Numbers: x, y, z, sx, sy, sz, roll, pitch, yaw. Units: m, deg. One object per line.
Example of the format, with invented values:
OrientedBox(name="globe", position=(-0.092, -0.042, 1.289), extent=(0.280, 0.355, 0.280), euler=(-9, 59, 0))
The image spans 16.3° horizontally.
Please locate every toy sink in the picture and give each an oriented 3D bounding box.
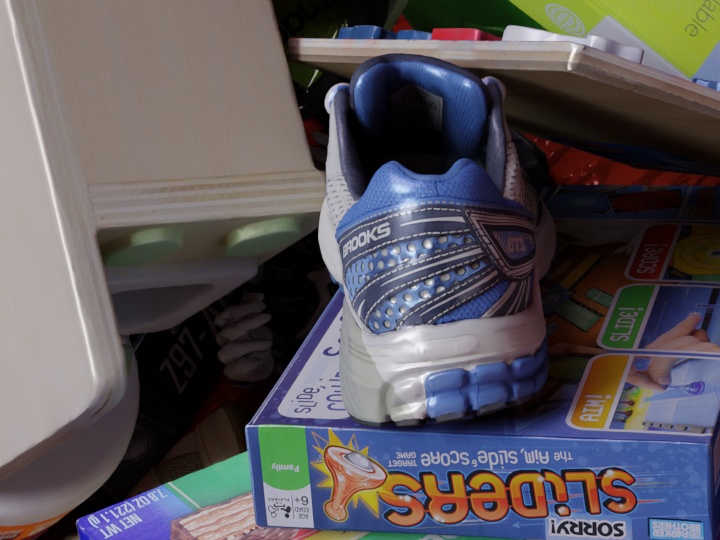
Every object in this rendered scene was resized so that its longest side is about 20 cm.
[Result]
OrientedBox(name="toy sink", position=(-0.093, -0.038, 0.873), extent=(0.130, 0.112, 0.201), euler=(-32, 68, 51))

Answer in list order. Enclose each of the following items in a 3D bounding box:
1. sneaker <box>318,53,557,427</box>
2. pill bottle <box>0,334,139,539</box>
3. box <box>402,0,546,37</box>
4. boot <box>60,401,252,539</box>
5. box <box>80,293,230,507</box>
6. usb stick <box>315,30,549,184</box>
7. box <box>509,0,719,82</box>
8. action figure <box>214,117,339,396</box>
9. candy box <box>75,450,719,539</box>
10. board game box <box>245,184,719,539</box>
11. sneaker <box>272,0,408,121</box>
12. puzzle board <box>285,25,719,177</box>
OrientedBox(name="sneaker", position=(0.023, -0.029, 0.761), extent=(0.077, 0.086, 0.200), euler=(-7, 20, -2))
OrientedBox(name="pill bottle", position=(-0.176, 0.071, 0.983), extent=(0.200, 0.114, 0.114), euler=(-38, 22, 53))
OrientedBox(name="box", position=(0.125, -0.162, 1.045), extent=(0.200, 0.097, 0.177), euler=(14, 60, 51))
OrientedBox(name="boot", position=(-0.083, 0.147, 0.905), extent=(0.155, 0.073, 0.200), euler=(-33, 32, 9))
OrientedBox(name="box", position=(-0.140, 0.026, 1.131), extent=(0.199, 0.044, 0.161), euler=(1, 50, 45))
OrientedBox(name="usb stick", position=(0.020, -0.066, 1.094), extent=(0.055, 0.033, 0.200), euler=(-35, 33, -6))
OrientedBox(name="box", position=(0.145, -0.104, 0.903), extent=(0.122, 0.200, 0.048), euler=(-54, 5, -17))
OrientedBox(name="action figure", position=(0.000, 0.000, 0.971), extent=(0.199, 0.102, 0.119), euler=(3, 70, 43))
OrientedBox(name="candy box", position=(0.033, 0.111, 0.738), extent=(0.169, 0.077, 0.200), euler=(-21, 29, -23))
OrientedBox(name="board game box", position=(0.057, 0.022, 0.790), extent=(0.135, 0.035, 0.200), euler=(2, 23, 16))
OrientedBox(name="sneaker", position=(-0.056, -0.066, 0.970), extent=(0.200, 0.074, 0.087), euler=(-47, -2, 0))
OrientedBox(name="puzzle board", position=(0.081, -0.054, 0.815), extent=(0.200, 0.150, 0.017), euler=(13, 88, 64))
